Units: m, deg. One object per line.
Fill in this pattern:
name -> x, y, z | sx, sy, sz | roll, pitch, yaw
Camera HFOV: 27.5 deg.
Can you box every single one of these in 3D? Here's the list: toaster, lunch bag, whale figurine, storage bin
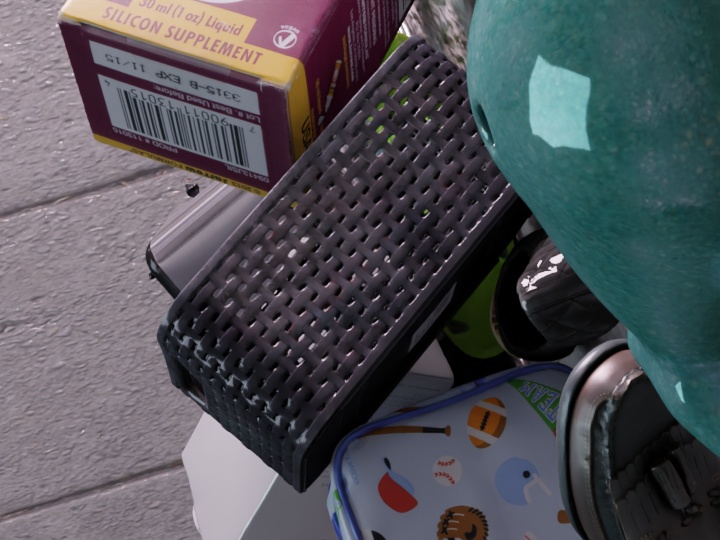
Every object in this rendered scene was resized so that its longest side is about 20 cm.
toaster -> -0.056, -0.005, 1.090 | 0.200, 0.118, 0.181 | 50, -162, -5
lunch bag -> 0.069, 0.151, 0.728 | 0.076, 0.159, 0.202 | 91, 157, -69
whale figurine -> 0.089, -0.026, 0.450 | 0.160, 0.103, 0.202 | -115, 12, -50
storage bin -> 0.000, 0.000, 0.742 | 0.094, 0.200, 0.135 | 39, 165, 10

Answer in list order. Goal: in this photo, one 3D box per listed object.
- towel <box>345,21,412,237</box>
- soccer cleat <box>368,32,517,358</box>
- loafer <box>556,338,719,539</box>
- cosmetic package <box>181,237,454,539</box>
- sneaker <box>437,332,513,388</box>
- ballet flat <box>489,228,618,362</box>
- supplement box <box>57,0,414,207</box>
towel -> 0.020, -0.100, 1.052 | 0.201, 0.048, 0.172 | 83, 172, -48
soccer cleat -> 0.053, -0.047, 0.884 | 0.202, 0.067, 0.081 | 70, -164, 1
loafer -> 0.135, 0.118, 0.608 | 0.063, 0.071, 0.202 | 30, 145, 51
cosmetic package -> -0.033, 0.093, 0.907 | 0.201, 0.080, 0.113 | -60, 34, 34
sneaker -> 0.068, 0.098, 0.988 | 0.098, 0.070, 0.203 | -116, 14, -65
ballet flat -> 0.086, 0.011, 0.731 | 0.200, 0.056, 0.067 | 119, 136, -80
supplement box -> -0.051, -0.153, 0.784 | 0.104, 0.130, 0.201 | 85, -154, -57
